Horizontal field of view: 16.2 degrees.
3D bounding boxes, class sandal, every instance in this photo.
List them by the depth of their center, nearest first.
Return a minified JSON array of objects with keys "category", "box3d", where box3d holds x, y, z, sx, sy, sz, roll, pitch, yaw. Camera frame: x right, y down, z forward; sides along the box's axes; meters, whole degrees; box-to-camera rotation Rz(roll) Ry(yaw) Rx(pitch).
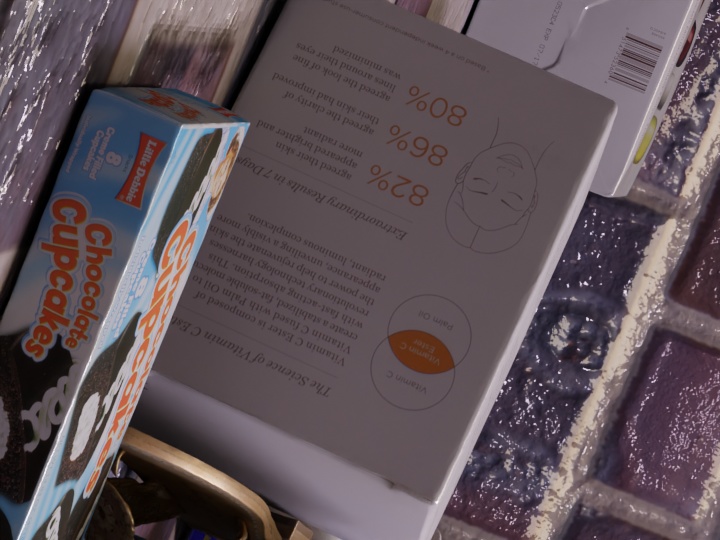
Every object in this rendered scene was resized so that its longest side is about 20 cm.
[{"category":"sandal","box3d":[-0.078,0.116,1.047,0.070,0.077,0.212,-66,158,-8]}]

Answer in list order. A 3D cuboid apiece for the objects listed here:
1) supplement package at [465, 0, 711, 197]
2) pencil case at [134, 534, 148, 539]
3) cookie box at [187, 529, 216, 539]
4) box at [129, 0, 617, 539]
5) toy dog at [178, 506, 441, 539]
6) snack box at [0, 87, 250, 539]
[{"category":"supplement package","box3d":[0.162,-0.166,1.863,0.200,0.147,0.192,-15,128,-81]},{"category":"pencil case","box3d":[-0.121,0.192,1.055,0.200,0.085,0.093,-58,136,-61]},{"category":"cookie box","box3d":[-0.009,0.100,1.463,0.200,0.075,0.171,-49,173,-28]},{"category":"box","box3d":[0.000,0.000,1.096,0.106,0.152,0.201,100,15,-68]},{"category":"toy dog","box3d":[-0.016,0.126,1.246,0.132,0.200,0.097,-3,126,-46]},{"category":"snack box","box3d":[-0.101,0.033,0.895,0.116,0.037,0.201,-27,140,-81]}]
